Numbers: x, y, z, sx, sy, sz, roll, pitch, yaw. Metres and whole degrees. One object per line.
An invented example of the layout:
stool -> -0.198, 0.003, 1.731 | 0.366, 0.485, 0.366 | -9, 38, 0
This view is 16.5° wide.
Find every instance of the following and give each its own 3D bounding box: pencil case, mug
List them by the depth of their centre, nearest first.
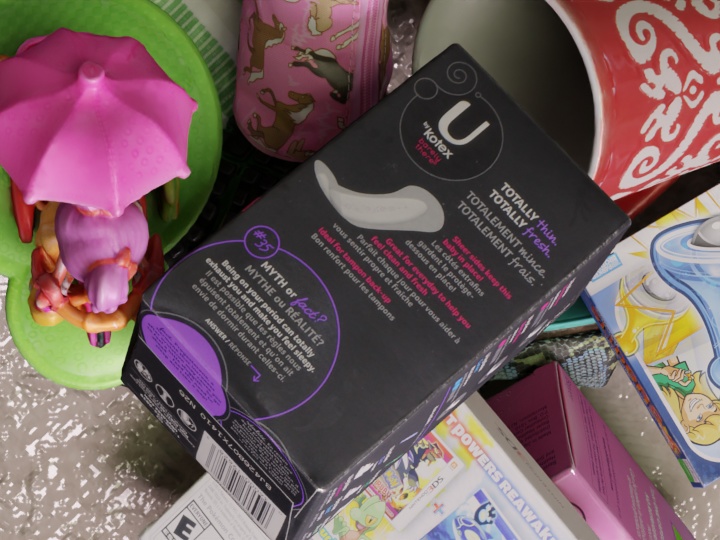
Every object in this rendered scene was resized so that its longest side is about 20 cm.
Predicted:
pencil case -> -0.016, -0.149, 1.168 | 0.083, 0.087, 0.200 | 7, 124, 2
mug -> 0.133, -0.096, 1.275 | 0.200, 0.178, 0.134 | -17, 75, -37

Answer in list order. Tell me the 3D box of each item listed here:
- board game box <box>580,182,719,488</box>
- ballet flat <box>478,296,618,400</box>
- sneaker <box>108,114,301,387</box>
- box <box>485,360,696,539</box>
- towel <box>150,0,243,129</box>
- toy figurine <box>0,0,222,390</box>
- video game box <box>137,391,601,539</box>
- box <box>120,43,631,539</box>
board game box -> 0.230, 0.008, 1.317 | 0.200, 0.034, 0.136 | -31, 87, -4
ballet flat -> 0.056, 0.045, 1.335 | 0.200, 0.074, 0.074 | -1, 109, -19
sneaker -> -0.061, -0.018, 1.263 | 0.200, 0.085, 0.078 | -40, 74, -2
box -> 0.088, 0.181, 1.344 | 0.176, 0.097, 0.200 | -30, 120, 17
towel -> -0.109, -0.118, 1.230 | 0.200, 0.023, 0.153 | -44, 118, -2
toy figurine -> -0.126, -0.035, 1.109 | 0.150, 0.184, 0.200 | -7, 95, -8
video game box -> 0.014, 0.149, 1.242 | 0.182, 0.200, 0.047 | -44, 163, 16
box -> 0.005, 0.013, 1.133 | 0.200, 0.106, 0.122 | -39, 80, -22
